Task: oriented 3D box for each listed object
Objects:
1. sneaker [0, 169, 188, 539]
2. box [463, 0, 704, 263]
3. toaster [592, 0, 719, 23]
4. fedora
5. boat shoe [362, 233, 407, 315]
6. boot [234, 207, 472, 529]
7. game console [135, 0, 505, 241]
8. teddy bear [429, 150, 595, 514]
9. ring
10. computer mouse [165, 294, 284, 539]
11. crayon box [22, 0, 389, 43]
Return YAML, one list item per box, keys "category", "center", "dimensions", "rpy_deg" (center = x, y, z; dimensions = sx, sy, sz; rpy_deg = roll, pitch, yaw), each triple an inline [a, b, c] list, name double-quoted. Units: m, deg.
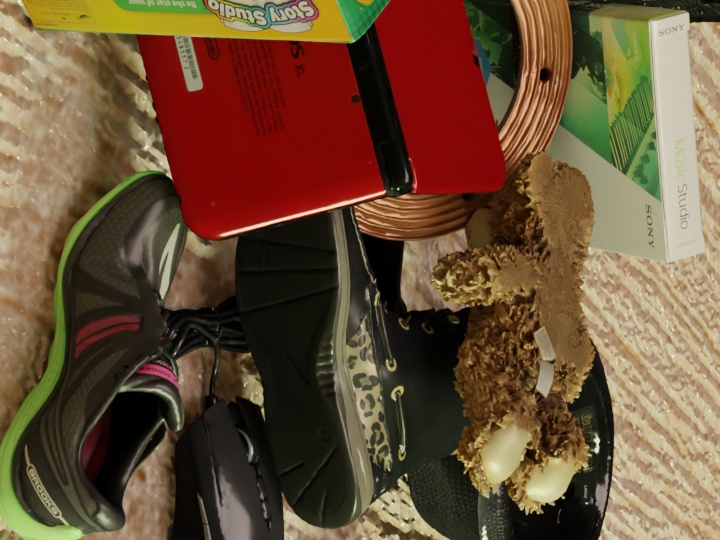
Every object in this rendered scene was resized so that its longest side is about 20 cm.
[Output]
- category: "sneaker"
  center: [-0.117, 0.046, 1.433]
  dimensions: [0.077, 0.084, 0.201]
  rpy_deg: [39, 61, -53]
- category: "box"
  center: [0.119, -0.089, 1.686]
  dimensions: [0.036, 0.200, 0.145]
  rpy_deg: [-18, 109, -37]
- category: "toaster"
  center: [0.153, -0.221, 1.740]
  dimensions: [0.200, 0.180, 0.119]
  rpy_deg: [28, 69, -54]
- category: "fedora"
  center: [0.084, 0.118, 1.750]
  dimensions: [0.200, 0.091, 0.201]
  rpy_deg: [-27, 121, -59]
- category: "boat shoe"
  center: [0.000, 0.000, 1.638]
  dimensions: [0.067, 0.057, 0.201]
  rpy_deg: [-24, 113, -54]
- category: "boot"
  center: [0.009, 0.027, 1.582]
  dimensions: [0.154, 0.073, 0.204]
  rpy_deg: [-18, 104, -51]
- category: "game console"
  center: [-0.027, -0.123, 1.494]
  dimensions: [0.119, 0.172, 0.201]
  rpy_deg: [69, 6, -83]
- category: "teddy bear"
  center: [0.085, 0.036, 1.587]
  dimensions: [0.145, 0.067, 0.201]
  rpy_deg: [0, 82, -51]
- category: "ring"
  center: [0.033, -0.116, 1.592]
  dimensions: [0.200, 0.019, 0.201]
  rpy_deg: [-8, 106, -29]
- category: "computer mouse"
  center: [-0.082, 0.112, 1.531]
  dimensions: [0.140, 0.046, 0.201]
  rpy_deg: [4, 90, -59]
- category: "crayon box"
  center: [-0.088, -0.174, 1.346]
  dimensions: [0.058, 0.199, 0.119]
  rpy_deg: [-54, 136, -37]
